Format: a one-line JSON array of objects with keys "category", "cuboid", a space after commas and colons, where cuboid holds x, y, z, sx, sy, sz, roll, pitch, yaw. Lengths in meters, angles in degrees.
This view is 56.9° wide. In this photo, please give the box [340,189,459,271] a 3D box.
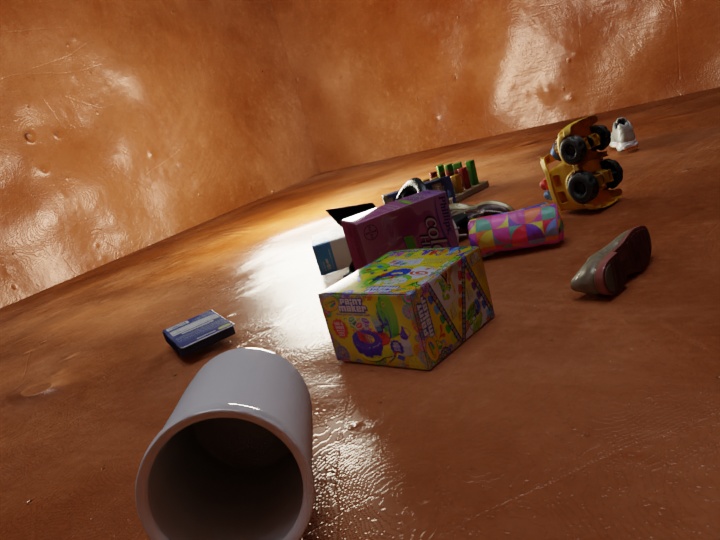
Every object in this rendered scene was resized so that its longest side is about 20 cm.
[{"category": "box", "cuboid": [0.085, -0.043, 1.310, 0.197, 0.179, 0.096, -20, 14, -17]}]

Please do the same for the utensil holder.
[{"category": "utensil holder", "cuboid": [-0.130, 0.190, 0.714, 0.167, 0.173, 0.200, -16, 11, 1]}]

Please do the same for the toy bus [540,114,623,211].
[{"category": "toy bus", "cuboid": [0.489, -0.237, 1.552, 0.134, 0.203, 0.191, -24, 8, -32]}]

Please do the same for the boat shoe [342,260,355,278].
[{"category": "boat shoe", "cuboid": [0.000, 0.000, 1.471, 0.069, 0.067, 0.200, -11, 16, 21]}]

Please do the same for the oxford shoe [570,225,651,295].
[{"category": "oxford shoe", "cuboid": [0.408, -0.021, 1.075, 0.199, 0.072, 0.074, -27, 12, -39]}]

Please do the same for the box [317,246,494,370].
[{"category": "box", "cuboid": [0.074, 0.054, 1.068, 0.198, 0.124, 0.192, -1, 21, 45]}]

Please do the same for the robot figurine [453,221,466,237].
[{"category": "robot figurine", "cuboid": [0.132, -0.067, 1.472, 0.197, 0.115, 0.169, -11, -1, 20]}]

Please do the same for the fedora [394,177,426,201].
[{"category": "fedora", "cuboid": [0.152, -0.141, 1.709, 0.090, 0.204, 0.200, 10, 5, -21]}]

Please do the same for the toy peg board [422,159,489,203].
[{"category": "toy peg board", "cuboid": [0.275, -0.284, 2.158, 0.198, 0.099, 0.198, -28, 17, -37]}]

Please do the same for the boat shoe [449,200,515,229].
[{"category": "boat shoe", "cuboid": [0.287, -0.123, 1.636, 0.198, 0.072, 0.073, 6, 55, 38]}]

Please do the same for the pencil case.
[{"category": "pencil case", "cuboid": [0.320, -0.079, 1.375, 0.197, 0.090, 0.088, -13, 14, 24]}]

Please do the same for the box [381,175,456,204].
[{"category": "box", "cuboid": [0.169, -0.176, 1.825, 0.197, 0.123, 0.032, -17, 13, -1]}]

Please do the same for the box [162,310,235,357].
[{"category": "box", "cuboid": [-0.341, 0.133, 1.405, 0.120, 0.033, 0.199, -23, 14, -22]}]

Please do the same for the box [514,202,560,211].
[{"category": "box", "cuboid": [0.348, -0.104, 1.515, 0.197, 0.042, 0.119, -14, 14, 4]}]

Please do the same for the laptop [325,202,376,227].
[{"category": "laptop", "cuboid": [0.039, -0.163, 1.938, 0.185, 0.118, 0.199, -3, 20, 42]}]

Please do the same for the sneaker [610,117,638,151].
[{"category": "sneaker", "cuboid": [0.817, -0.433, 2.068, 0.074, 0.093, 0.200, -13, 14, 13]}]

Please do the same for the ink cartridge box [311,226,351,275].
[{"category": "ink cartridge box", "cuboid": [-0.022, -0.068, 1.718, 0.197, 0.086, 0.145, -18, 14, 0]}]

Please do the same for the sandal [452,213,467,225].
[{"category": "sandal", "cuboid": [0.177, -0.073, 1.606, 0.199, 0.048, 0.075, -33, 17, -8]}]
